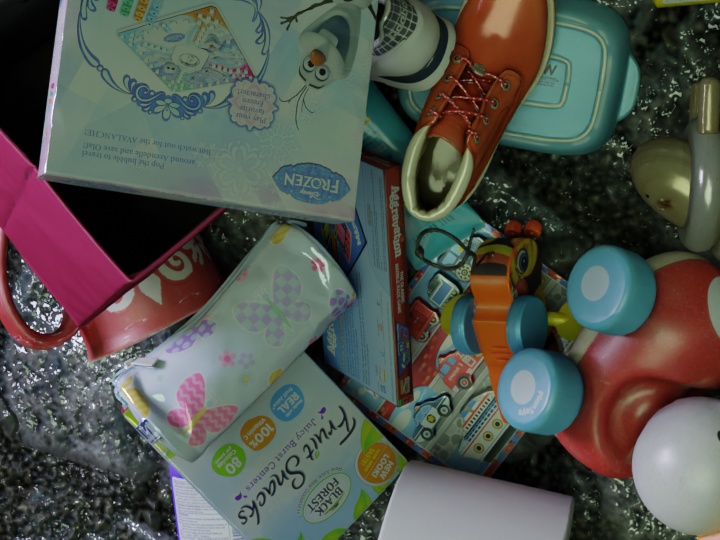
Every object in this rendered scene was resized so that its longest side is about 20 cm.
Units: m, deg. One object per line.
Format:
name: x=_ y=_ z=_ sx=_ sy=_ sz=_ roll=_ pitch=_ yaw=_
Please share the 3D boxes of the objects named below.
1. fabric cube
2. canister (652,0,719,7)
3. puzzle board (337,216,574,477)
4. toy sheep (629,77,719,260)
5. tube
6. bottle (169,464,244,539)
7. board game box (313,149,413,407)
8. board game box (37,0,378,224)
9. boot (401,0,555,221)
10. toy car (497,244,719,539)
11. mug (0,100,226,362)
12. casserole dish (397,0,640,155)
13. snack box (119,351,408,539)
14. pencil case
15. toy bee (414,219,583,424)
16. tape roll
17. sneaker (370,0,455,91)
fabric cube: x=-0.172 y=-0.106 z=0.957 sx=0.196 sy=0.199 sz=0.200 roll=-42 pitch=96 yaw=-22
canister: x=0.298 y=-0.260 z=0.928 sx=0.198 sy=0.087 sz=0.150 roll=-2 pitch=105 yaw=17
puzzle board: x=0.090 y=0.070 z=1.115 sx=0.150 sy=0.017 sz=0.201 roll=36 pitch=112 yaw=3
toy sheep: x=0.292 y=-0.067 z=0.964 sx=0.198 sy=0.138 sz=0.139 roll=3 pitch=107 yaw=8
tube: x=0.014 y=-0.098 z=1.073 sx=0.077 sy=0.050 sz=0.201 roll=-31 pitch=98 yaw=41
bottle: x=-0.124 y=0.174 z=1.176 sx=0.083 sy=0.065 sz=0.202 roll=-3 pitch=105 yaw=11
board game box: x=0.000 y=0.000 z=1.071 sx=0.103 sy=0.019 sz=0.202 roll=26 pitch=128 yaw=47
board game box: x=-0.090 y=-0.142 z=0.852 sx=0.198 sy=0.043 sz=0.201 roll=8 pitch=85 yaw=-19
boot: x=0.083 y=-0.127 z=0.973 sx=0.075 sy=0.107 sz=0.201 roll=22 pitch=108 yaw=7
toy car: x=0.237 y=0.106 z=0.953 sx=0.178 sy=0.183 sz=0.200 roll=-58 pitch=43 yaw=21
mug: x=-0.213 y=-0.039 z=1.086 sx=0.133 sy=0.177 sz=0.201 roll=-23 pitch=94 yaw=26
casserole dish: x=0.113 y=-0.153 z=1.034 sx=0.198 sy=0.039 sz=0.122 roll=12 pitch=109 yaw=11
snack box: x=-0.079 y=0.136 z=1.114 sx=0.142 sy=0.053 sz=0.200 roll=-44 pitch=100 yaw=-9
pencil case: x=-0.096 y=0.054 z=1.042 sx=0.200 sy=0.083 sz=0.091 roll=-44 pitch=88 yaw=-10
toy bee: x=0.122 y=0.019 z=1.037 sx=0.130 sy=0.109 sz=0.201 roll=18 pitch=140 yaw=20
tape roll: x=0.085 y=0.264 z=1.073 sx=0.138 sy=0.203 sz=0.205 roll=10 pitch=108 yaw=11
sneaker: x=-0.029 y=-0.177 z=0.979 sx=0.199 sy=0.080 sz=0.077 roll=4 pitch=82 yaw=37
